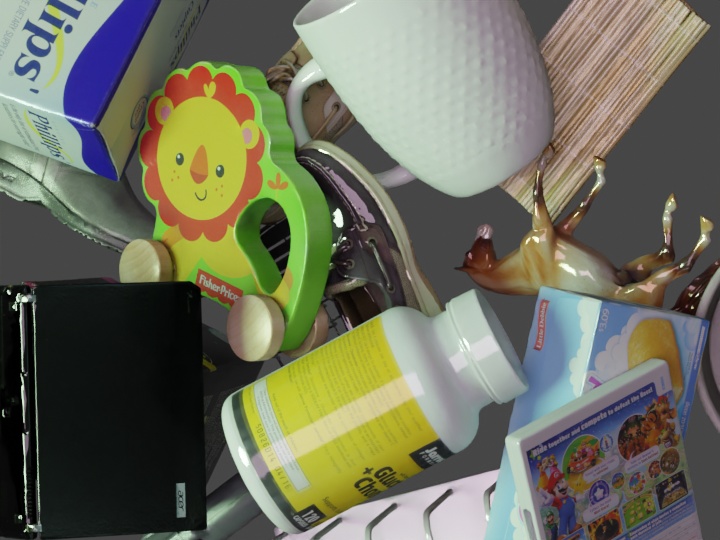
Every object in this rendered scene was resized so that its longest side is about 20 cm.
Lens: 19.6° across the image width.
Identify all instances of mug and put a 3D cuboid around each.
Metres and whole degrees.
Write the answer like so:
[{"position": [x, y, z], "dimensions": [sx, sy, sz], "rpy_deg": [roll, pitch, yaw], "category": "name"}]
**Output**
[{"position": [0.038, -0.137, 1.536], "dimensions": [0.200, 0.148, 0.175], "rpy_deg": [-30, 106, 16], "category": "mug"}]

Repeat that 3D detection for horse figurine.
[{"position": [0.183, -0.010, 1.567], "dimensions": [0.200, 0.050, 0.133], "rpy_deg": [25, 110, 4], "category": "horse figurine"}]

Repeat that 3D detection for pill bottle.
[{"position": [0.012, 0.094, 1.461], "dimensions": [0.200, 0.112, 0.112], "rpy_deg": [-28, 86, 8], "category": "pill bottle"}]

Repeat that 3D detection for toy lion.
[{"position": [-0.095, -0.052, 1.537], "dimensions": [0.200, 0.069, 0.192], "rpy_deg": [26, 109, 39], "category": "toy lion"}]

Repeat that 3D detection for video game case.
[{"position": [0.177, 0.179, 1.450], "dimensions": [0.018, 0.143, 0.200], "rpy_deg": [12, 121, 54], "category": "video game case"}]

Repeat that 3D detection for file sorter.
[{"position": [0.033, 0.245, 1.576], "dimensions": [0.200, 0.125, 0.139], "rpy_deg": [-16, 89, 12], "category": "file sorter"}]

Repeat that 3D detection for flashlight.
[{"position": [-0.073, 0.163, 1.576], "dimensions": [0.200, 0.068, 0.068], "rpy_deg": [-38, 120, 16], "category": "flashlight"}]

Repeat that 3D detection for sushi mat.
[{"position": [0.169, -0.139, 1.588], "dimensions": [0.096, 0.012, 0.200], "rpy_deg": [39, 100, 9], "category": "sushi mat"}]

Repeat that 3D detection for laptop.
[{"position": [-0.218, 0.096, 1.480], "dimensions": [0.200, 0.103, 0.177], "rpy_deg": [-1, 91, 38], "category": "laptop"}]

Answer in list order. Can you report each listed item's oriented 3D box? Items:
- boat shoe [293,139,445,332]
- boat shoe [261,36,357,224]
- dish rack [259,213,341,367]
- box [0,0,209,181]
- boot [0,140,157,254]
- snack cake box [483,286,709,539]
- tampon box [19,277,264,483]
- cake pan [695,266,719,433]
[{"position": [0.000, 0.000, 1.529], "dimensions": [0.072, 0.065, 0.200], "rpy_deg": [-20, 101, 49], "category": "boat shoe"}, {"position": [-0.046, -0.129, 1.601], "dimensions": [0.072, 0.065, 0.200], "rpy_deg": [34, 96, 25], "category": "boat shoe"}, {"position": [-0.011, 0.041, 1.614], "dimensions": [0.153, 0.055, 0.200], "rpy_deg": [-31, 85, 11], "category": "dish rack"}, {"position": [-0.243, -0.194, 1.597], "dimensions": [0.200, 0.105, 0.184], "rpy_deg": [20, 71, 12], "category": "box"}, {"position": [-0.200, -0.093, 1.648], "dimensions": [0.200, 0.070, 0.132], "rpy_deg": [28, 91, 5], "category": "boot"}, {"position": [0.168, 0.119, 1.489], "dimensions": [0.067, 0.115, 0.200], "rpy_deg": [15, 94, 51], "category": "snack cake box"}, {"position": [-0.184, 0.092, 1.579], "dimensions": [0.150, 0.200, 0.126], "rpy_deg": [26, 97, 10], "category": "tampon box"}, {"position": [0.343, 0.057, 1.533], "dimensions": [0.200, 0.037, 0.200], "rpy_deg": [1, 95, 6], "category": "cake pan"}]
